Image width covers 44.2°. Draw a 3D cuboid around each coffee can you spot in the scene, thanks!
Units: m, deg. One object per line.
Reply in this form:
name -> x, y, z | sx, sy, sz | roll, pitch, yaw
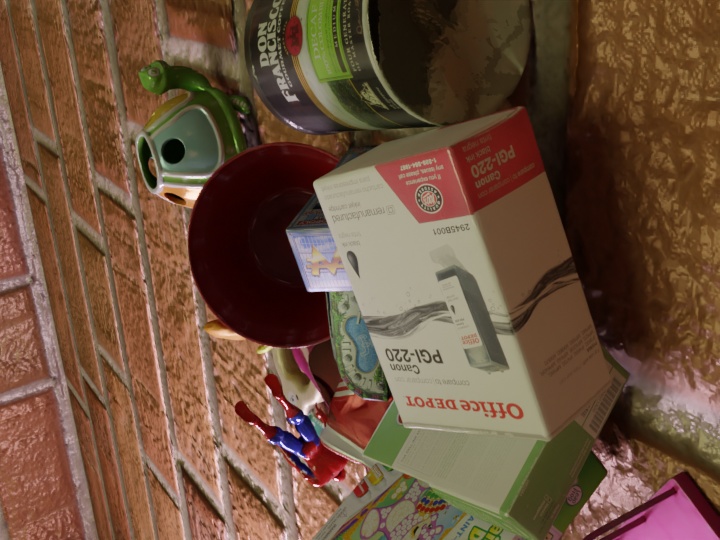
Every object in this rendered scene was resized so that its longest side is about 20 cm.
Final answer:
coffee can -> 0.015, -0.184, 0.697 | 0.199, 0.145, 0.148 | 11, 114, 58

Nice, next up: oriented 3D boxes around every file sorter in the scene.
file sorter -> 0.190, 0.273, 0.644 | 0.140, 0.124, 0.201 | 57, 147, 29

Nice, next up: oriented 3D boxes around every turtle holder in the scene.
turtle holder -> -0.211, -0.168, 1.118 | 0.141, 0.131, 0.188 | 27, 127, 54

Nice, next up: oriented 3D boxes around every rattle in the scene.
rattle -> -0.101, 0.148, 1.089 | 0.129, 0.142, 0.202 | 16, 113, 36

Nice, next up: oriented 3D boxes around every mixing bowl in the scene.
mixing bowl -> -0.070, -0.030, 0.918 | 0.108, 0.198, 0.203 | -70, -33, -83

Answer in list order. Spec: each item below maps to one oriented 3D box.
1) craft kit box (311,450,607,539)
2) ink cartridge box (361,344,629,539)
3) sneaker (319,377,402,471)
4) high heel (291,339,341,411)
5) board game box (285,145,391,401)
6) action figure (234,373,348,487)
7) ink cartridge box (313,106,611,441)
craft kit box -> 0.073, 0.201, 0.739 | 0.049, 0.200, 0.197 | 50, 163, -28
ink cartridge box -> 0.100, 0.119, 0.712 | 0.048, 0.146, 0.199 | 40, 162, -23
sneaker -> 0.045, 0.150, 0.889 | 0.198, 0.078, 0.117 | 16, 99, 33
high heel -> -0.017, 0.124, 0.992 | 0.202, 0.067, 0.096 | 63, 163, -12
board game box -> 0.000, 0.000, 0.761 | 0.061, 0.200, 0.203 | -2, 100, 16
action figure -> -0.075, 0.173, 0.988 | 0.099, 0.065, 0.200 | 45, 173, 47
ink cartridge box -> 0.068, 0.008, 0.612 | 0.145, 0.084, 0.202 | -6, 110, 50
